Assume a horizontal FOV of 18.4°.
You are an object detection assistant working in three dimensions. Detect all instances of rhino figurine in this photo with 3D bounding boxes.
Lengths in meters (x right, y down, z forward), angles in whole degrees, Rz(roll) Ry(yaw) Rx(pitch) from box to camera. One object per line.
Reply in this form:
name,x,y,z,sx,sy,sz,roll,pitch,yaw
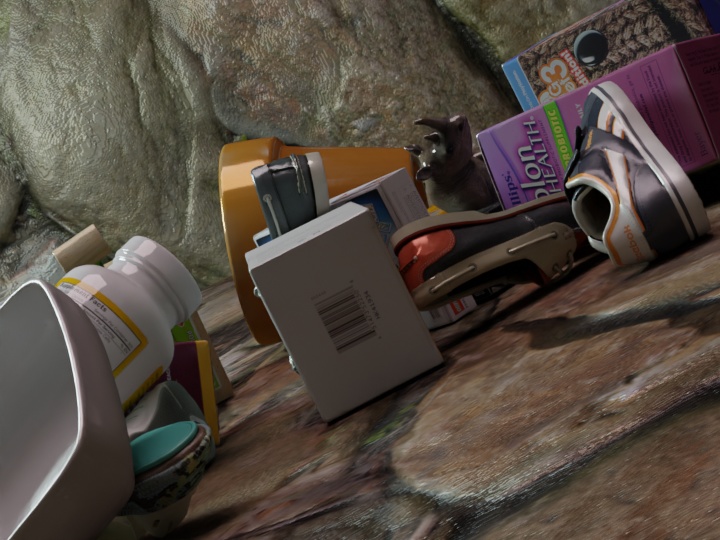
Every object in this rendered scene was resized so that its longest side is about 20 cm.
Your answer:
rhino figurine,0.104,-0.073,1.874,0.087,0.200,0.060,-33,46,20

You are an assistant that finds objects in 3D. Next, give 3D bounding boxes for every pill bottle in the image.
pill bottle,-0.209,0.068,1.642,0.200,0.104,0.104,-47,12,-24

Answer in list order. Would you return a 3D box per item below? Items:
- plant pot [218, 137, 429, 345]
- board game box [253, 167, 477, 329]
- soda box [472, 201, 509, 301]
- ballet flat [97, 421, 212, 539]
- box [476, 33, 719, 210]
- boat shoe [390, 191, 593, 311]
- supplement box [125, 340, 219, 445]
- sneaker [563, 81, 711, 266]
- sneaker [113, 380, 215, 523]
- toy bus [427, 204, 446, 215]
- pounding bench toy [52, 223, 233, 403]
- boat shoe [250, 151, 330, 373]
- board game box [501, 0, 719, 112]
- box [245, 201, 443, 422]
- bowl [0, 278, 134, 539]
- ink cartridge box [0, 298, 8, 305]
plant pot,-0.026,-0.041,2.176,0.183,0.201,0.200,-10,7,6
board game box,0.000,0.000,1.832,0.035,0.126,0.200,-31,6,-35
soda box,0.058,0.002,1.871,0.071,0.063,0.200,-30,6,-37
ballet flat,-0.150,0.145,1.459,0.074,0.074,0.200,-31,10,-40
box,0.229,-0.111,1.776,0.200,0.097,0.176,-24,-4,38
boat shoe,0.121,-0.015,1.671,0.199,0.063,0.071,-10,-26,-20
supplement box,-0.225,0.108,1.748,0.200,0.086,0.110,-5,-3,-25
sneaker,0.180,-0.070,1.596,0.079,0.079,0.200,-29,28,4
sneaker,-0.167,0.137,1.631,0.080,0.071,0.200,-28,5,20
toy bus,0.085,-0.031,2.058,0.078,0.065,0.200,-24,6,34
pounding bench toy,-0.225,0.035,2.051,0.124,0.200,0.156,-26,20,-7
boat shoe,-0.058,-0.002,1.796,0.062,0.200,0.073,-6,30,-11
board game box,0.252,-0.157,1.922,0.200,0.160,0.097,-25,5,37
box,-0.016,0.026,1.651,0.097,0.125,0.200,-27,5,-2
bowl,-0.217,0.127,1.423,0.200,0.075,0.200,-49,35,19
ink cartridge box,-0.337,0.135,1.967,0.040,0.200,0.200,13,7,2
